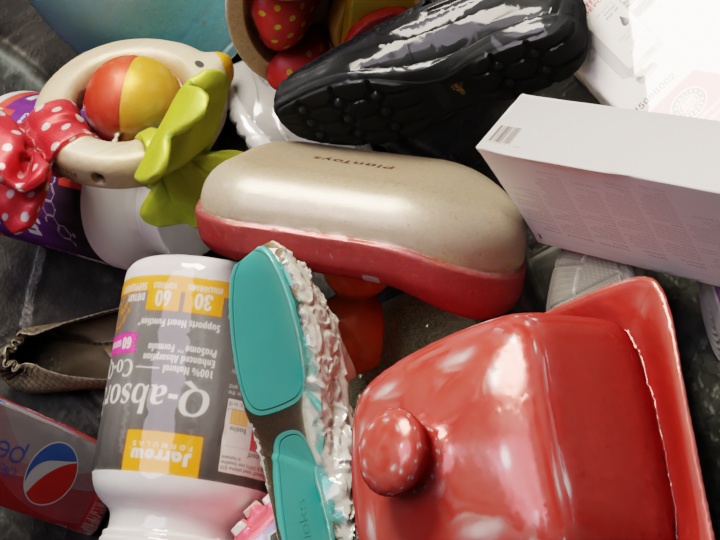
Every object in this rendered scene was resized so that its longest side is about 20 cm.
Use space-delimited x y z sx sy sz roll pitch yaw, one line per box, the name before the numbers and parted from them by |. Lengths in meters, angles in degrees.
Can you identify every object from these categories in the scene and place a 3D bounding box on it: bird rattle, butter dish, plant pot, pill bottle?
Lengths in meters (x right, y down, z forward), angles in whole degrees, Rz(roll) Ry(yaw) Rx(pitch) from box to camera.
bird rattle | -0.162 -0.089 1.046 0.199 0.113 0.163 0 45 19
butter dish | 0.061 0.106 0.819 0.200 0.147 0.200 -29 54 37
plant pot | -0.172 -0.248 1.136 0.200 0.188 0.201 -35 35 29
pill bottle | -0.108 0.099 1.013 0.116 0.116 0.201 -2 73 33
pill bottle | -0.191 -0.064 1.150 0.199 0.112 0.113 13 76 37

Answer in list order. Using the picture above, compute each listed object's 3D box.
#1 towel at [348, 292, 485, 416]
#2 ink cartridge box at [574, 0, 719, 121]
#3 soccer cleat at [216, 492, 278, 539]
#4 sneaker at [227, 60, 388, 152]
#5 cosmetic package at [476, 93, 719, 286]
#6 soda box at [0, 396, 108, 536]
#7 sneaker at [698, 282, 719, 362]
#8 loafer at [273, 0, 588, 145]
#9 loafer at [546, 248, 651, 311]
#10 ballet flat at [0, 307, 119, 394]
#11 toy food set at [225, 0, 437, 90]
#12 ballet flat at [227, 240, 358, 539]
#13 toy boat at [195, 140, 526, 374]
towel | 0.035 0.104 0.972 0.148 0.036 0.201 -33 54 17
ink cartridge box | 0.199 -0.149 0.950 0.146 0.083 0.200 -44 52 10
soccer cleat | -0.064 0.190 0.925 0.200 0.067 0.077 -41 88 -22
sneaker | -0.020 -0.083 1.081 0.082 0.075 0.200 -43 63 1
cosmetic package | 0.159 -0.042 0.849 0.051 0.083 0.200 -48 35 -19
soda box | -0.246 0.115 1.046 0.070 0.200 0.064 19 80 38
sneaker | 0.247 0.038 0.855 0.099 0.075 0.201 -18 53 -3
loafer | 0.041 -0.129 0.959 0.200 0.068 0.071 -15 51 21
loafer | 0.152 0.069 0.903 0.072 0.063 0.201 -33 49 41
ballet flat | -0.185 0.054 1.133 0.199 0.046 0.068 -9 65 30
toy food set | 0.012 -0.182 0.980 0.197 0.201 0.049 -14 52 -18
ballet flat | -0.028 0.083 0.900 0.071 0.072 0.201 -13 84 28
toy boat | 0.000 0.000 0.957 0.199 0.130 0.131 9 107 18
